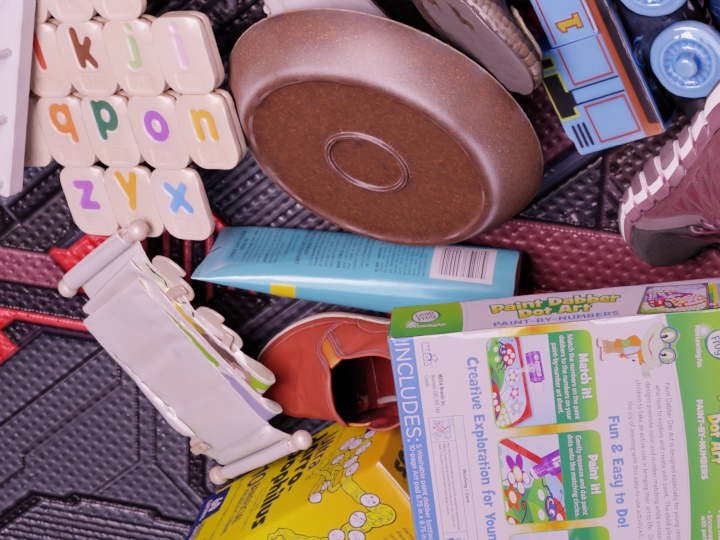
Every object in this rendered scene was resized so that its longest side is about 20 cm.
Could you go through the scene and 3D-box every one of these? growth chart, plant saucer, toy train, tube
[{"bbox_3d":[-0.116,0.058,1.365,0.145,0.018,0.200,-19,114,50],"label":"growth chart"},{"bbox_3d":[0.008,-0.074,1.229,0.200,0.035,0.200,18,150,11],"label":"plant saucer"},{"bbox_3d":[0.139,-0.165,1.166,0.114,0.087,0.200,-16,112,30],"label":"toy train"},{"bbox_3d":[0.000,0.000,1.305,0.199,0.077,0.051,8,111,8],"label":"tube"}]

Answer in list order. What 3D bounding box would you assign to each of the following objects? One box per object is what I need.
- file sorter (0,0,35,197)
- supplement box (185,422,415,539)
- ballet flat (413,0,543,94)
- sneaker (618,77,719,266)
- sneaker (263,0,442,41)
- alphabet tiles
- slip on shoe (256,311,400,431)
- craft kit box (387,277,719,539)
[{"bbox_3d":[-0.291,-0.140,1.259,0.138,0.124,0.201,25,124,25],"label":"file sorter"},{"bbox_3d":[-0.017,0.179,1.382,0.200,0.109,0.110,-32,106,28],"label":"supplement box"},{"bbox_3d":[0.040,-0.179,1.177,0.200,0.046,0.067,47,163,19],"label":"ballet flat"},{"bbox_3d":[0.213,-0.025,1.167,0.075,0.116,0.200,-12,155,-21],"label":"sneaker"},{"bbox_3d":[-0.041,-0.163,1.223,0.085,0.073,0.200,-37,104,27],"label":"sneaker"},{"bbox_3d":[-0.158,-0.110,1.283,0.199,0.015,0.196,3,120,38],"label":"alphabet tiles"},{"bbox_3d":[-0.006,0.068,1.316,0.200,0.061,0.074,-3,113,50],"label":"slip on shoe"},{"bbox_3d":[0.125,0.108,1.194,0.197,0.049,0.201,-4,115,8],"label":"craft kit box"}]
